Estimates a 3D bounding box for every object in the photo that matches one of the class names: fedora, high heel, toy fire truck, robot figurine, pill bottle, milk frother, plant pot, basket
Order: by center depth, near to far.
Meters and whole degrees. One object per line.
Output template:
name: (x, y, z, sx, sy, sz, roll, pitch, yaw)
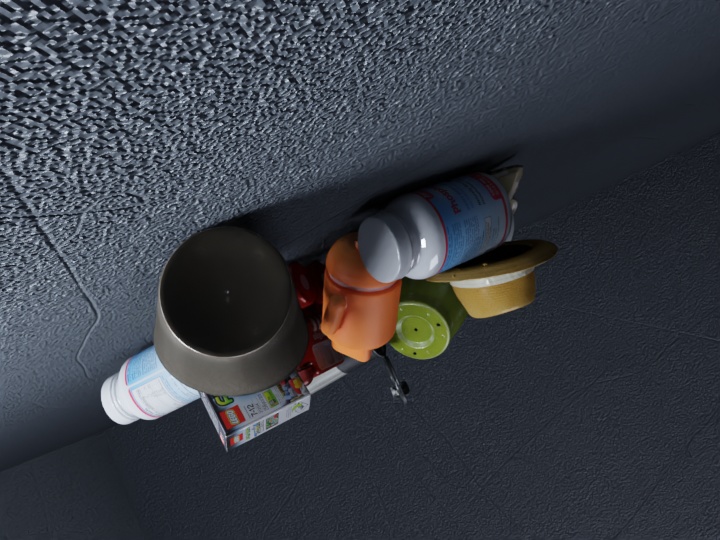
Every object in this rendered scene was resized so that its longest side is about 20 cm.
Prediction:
basket: (-0.130, 0.046, 0.557, 0.176, 0.139, 0.200, 3, 162, -10)
pill bottle: (0.097, -0.054, 0.727, 0.197, 0.111, 0.108, -21, 173, -33)
fedora: (0.185, 0.015, 0.790, 0.196, 0.084, 0.201, -15, -172, 2)
robot figurine: (0.002, 0.033, 0.809, 0.141, 0.204, 0.117, -8, -148, -21)
toy fire truck: (-0.094, 0.086, 0.862, 0.111, 0.171, 0.200, -26, 174, 18)
high heel: (0.182, -0.116, 0.901, 0.200, 0.071, 0.143, -43, -172, 30)
pill bottle: (-0.319, 0.174, 0.917, 0.197, 0.111, 0.109, -26, 174, 14)
milk frother: (-0.030, 0.186, 1.033, 0.186, 0.203, 0.180, -31, 160, 15)
plant pot: (0.127, 0.061, 1.083, 0.198, 0.201, 0.194, -28, -161, 33)

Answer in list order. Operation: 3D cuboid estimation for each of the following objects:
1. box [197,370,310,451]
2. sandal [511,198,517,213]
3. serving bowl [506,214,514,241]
box: (-0.155, 0.107, 0.687, 0.108, 0.201, 0.035, -21, 144, -28)
sandal: (0.272, -0.103, 1.164, 0.198, 0.054, 0.081, -24, 142, -35)
serving bowl: (0.182, -0.042, 0.985, 0.197, 0.067, 0.201, -26, -158, 11)
